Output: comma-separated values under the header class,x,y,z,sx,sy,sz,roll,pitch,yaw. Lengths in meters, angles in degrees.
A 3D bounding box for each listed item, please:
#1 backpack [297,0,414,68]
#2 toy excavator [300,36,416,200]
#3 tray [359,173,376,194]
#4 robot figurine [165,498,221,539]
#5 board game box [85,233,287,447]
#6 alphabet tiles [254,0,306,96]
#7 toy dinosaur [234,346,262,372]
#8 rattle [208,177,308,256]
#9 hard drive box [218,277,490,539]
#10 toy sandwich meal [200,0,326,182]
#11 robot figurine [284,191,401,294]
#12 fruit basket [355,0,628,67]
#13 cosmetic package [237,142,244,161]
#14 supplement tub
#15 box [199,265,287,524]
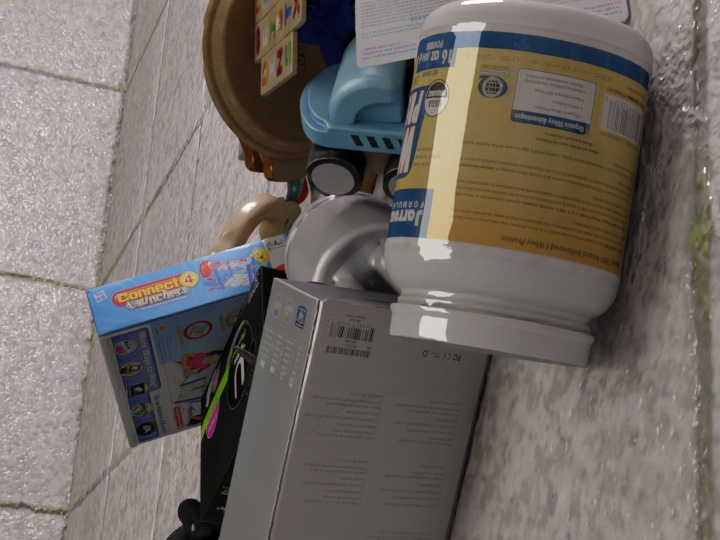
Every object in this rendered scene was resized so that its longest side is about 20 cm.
class,x,y,z,sx,sy,sz,roll,pitch,yaw
backpack,0.028,-0.252,1.178,0.200,0.167,0.164,147,120,-64
toy excavator,0.045,-0.151,1.114,0.201,0.193,0.100,84,-164,-50
tray,0.004,-0.166,1.419,0.099,0.037,0.201,-122,46,-65
robot figurine,-0.145,0.320,1.454,0.125,0.150,0.200,-56,17,-4
board game box,-0.148,0.070,1.394,0.201,0.194,0.056,89,161,-53
alphabet tiles,-0.067,-0.234,1.185,0.200,0.006,0.168,175,95,-76
toy dinosaur,-0.046,0.103,1.121,0.077,0.200,0.103,-15,45,39
rattle,-0.066,-0.032,1.559,0.200,0.142,0.131,-47,-45,-37
hard drive box,-0.002,0.118,1.049,0.077,0.155,0.202,22,101,57
toy sandwich meal,-0.078,-0.189,1.341,0.070,0.204,0.207,-1,77,49
robot figurine,0.000,0.000,1.199,0.169,0.113,0.200,-38,21,-1
fruit basket,0.086,-0.231,1.007,0.094,0.184,0.201,59,-155,-61
cosmetic package,-0.070,-0.197,1.596,0.200,0.090,0.108,134,143,-65
supplement tub,0.093,-0.050,0.878,0.145,0.144,0.202,177,104,-72
box,-0.063,0.123,1.315,0.149,0.123,0.201,-96,25,-43
